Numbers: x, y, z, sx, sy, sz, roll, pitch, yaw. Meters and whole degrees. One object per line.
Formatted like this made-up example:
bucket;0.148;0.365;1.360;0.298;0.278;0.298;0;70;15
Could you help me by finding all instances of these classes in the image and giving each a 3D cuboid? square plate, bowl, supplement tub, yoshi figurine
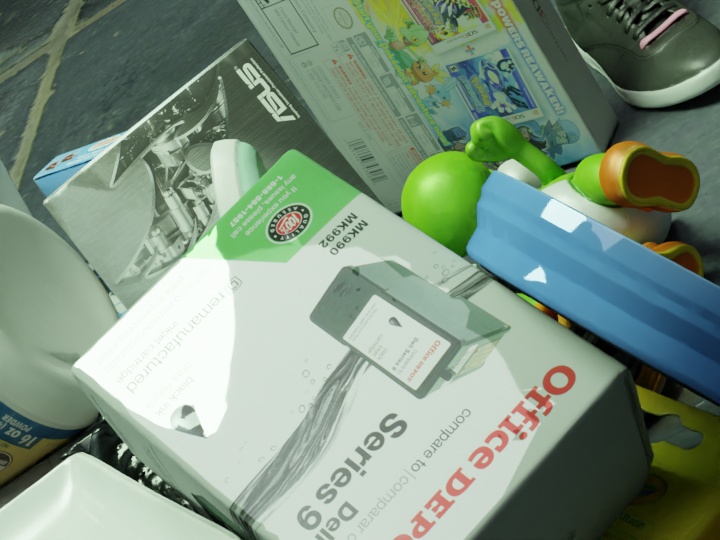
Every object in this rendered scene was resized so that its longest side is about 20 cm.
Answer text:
square plate;-0.161;0.165;0.706;0.200;0.029;0.198;-39;23;-21
bowl;0.133;0.023;0.680;0.040;0.200;0.201;-61;27;4
supplement tub;-0.246;0.072;0.934;0.200;0.145;0.145;-38;24;20
yoshi figurine;0.092;-0.028;0.911;0.113;0.112;0.200;-52;26;-15

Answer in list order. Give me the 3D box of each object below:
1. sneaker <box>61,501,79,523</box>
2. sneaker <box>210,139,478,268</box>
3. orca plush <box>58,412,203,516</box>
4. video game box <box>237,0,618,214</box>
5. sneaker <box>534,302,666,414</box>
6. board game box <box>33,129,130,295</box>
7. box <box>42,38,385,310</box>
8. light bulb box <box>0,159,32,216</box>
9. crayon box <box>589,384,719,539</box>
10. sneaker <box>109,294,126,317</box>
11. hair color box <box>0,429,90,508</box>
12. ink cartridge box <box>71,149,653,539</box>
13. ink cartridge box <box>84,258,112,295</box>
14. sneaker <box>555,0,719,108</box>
sneaker;-0.081;0.162;0.815;0.199;0.078;0.082;28;40;35
sneaker;0.000;0.000;0.906;0.118;0.201;0.074;-27;-4;3
orca plush;-0.066;0.092;0.792;0.105;0.072;0.200;-12;30;-31
video game box;0.040;-0.140;1.049;0.181;0.201;0.047;-12;33;39
sneaker;0.053;0.076;0.816;0.200;0.077;0.078;-38;28;4
board game box;-0.110;-0.031;1.110;0.199;0.152;0.037;-14;28;38
box;-0.065;-0.010;0.974;0.158;0.200;0.048;-38;-6;-6
light bulb box;-0.297;0.061;1.094;0.199;0.199;0.125;-29;0;23
crayon box;0.085;0.140;0.700;0.200;0.051;0.127;-44;27;-13
sneaker;-0.117;0.046;1.103;0.086;0.075;0.200;-35;28;-23
hair color box;-0.151;0.155;0.906;0.199;0.061;0.100;-33;69;8
ink cartridge box;0.001;0.061;0.689;0.200;0.084;0.146;33;71;34
ink cartridge box;-0.178;0.004;1.269;0.200;0.039;0.099;-37;25;-2
sneaker;0.169;-0.173;1.059;0.071;0.099;0.200;-35;27;-2
